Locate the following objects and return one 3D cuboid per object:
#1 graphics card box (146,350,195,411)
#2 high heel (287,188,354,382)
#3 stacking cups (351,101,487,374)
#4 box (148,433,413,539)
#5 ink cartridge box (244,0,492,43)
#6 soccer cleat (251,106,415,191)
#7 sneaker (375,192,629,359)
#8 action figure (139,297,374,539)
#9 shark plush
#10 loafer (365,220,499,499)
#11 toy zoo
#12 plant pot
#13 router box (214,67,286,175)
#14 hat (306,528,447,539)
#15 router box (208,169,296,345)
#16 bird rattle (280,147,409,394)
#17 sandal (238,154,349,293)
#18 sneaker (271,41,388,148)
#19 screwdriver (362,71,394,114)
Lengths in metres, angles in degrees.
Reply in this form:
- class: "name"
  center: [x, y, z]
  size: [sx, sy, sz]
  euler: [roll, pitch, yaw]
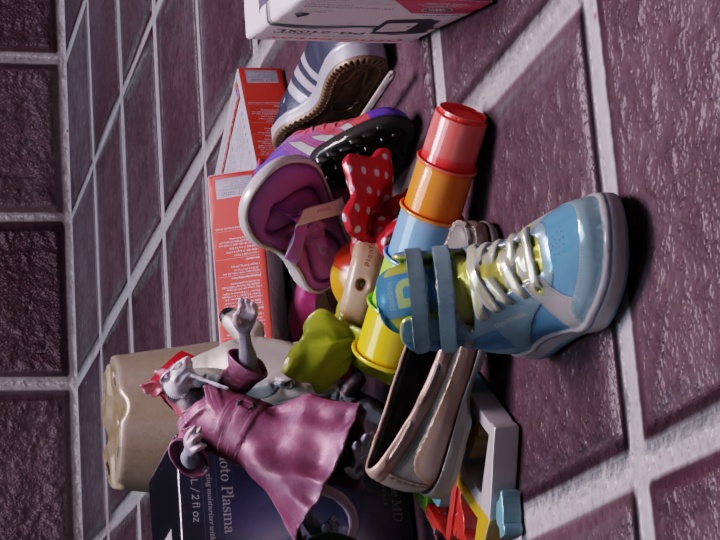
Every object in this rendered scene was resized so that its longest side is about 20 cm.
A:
- class: "graphics card box"
  center: [-0.099, 0.159, 1.863]
  size: [0.200, 0.051, 0.125]
  euler: [47, 170, -11]
- class: "high heel"
  center: [-0.013, 0.017, 1.808]
  size: [0.095, 0.067, 0.202]
  euler: [-6, 95, 35]
- class: "stacking cups"
  center: [0.045, -0.023, 1.515]
  size: [0.061, 0.060, 0.202]
  euler: [-119, 40, -60]
- class: "box"
  center: [-0.062, 0.243, 1.677]
  size: [0.123, 0.196, 0.202]
  euler: [125, 143, -60]
- class: "ink cartridge box"
  center: [0.001, -0.227, 1.551]
  size: [0.200, 0.143, 0.085]
  euler: [172, 98, -74]
- class: "soccer cleat"
  center: [-0.029, -0.098, 1.720]
  size: [0.200, 0.068, 0.074]
  euler: [-34, 49, 44]
- class: "sneaker"
  center: [0.082, 0.007, 1.283]
  size: [0.200, 0.129, 0.080]
  euler: [124, 144, -63]
- class: "action figure"
  center: [-0.081, 0.124, 1.611]
  size: [0.134, 0.199, 0.149]
  euler: [-52, -28, -25]
- class: "shark plush"
  center: [-0.058, 0.095, 1.731]
  size: [0.091, 0.198, 0.084]
  euler: [-76, -13, -47]
- class: "loafer"
  center: [0.052, 0.059, 1.461]
  size: [0.072, 0.062, 0.202]
  euler: [180, 102, -70]
- class: "toy zoo"
  center: [0.077, 0.145, 1.503]
  size: [0.200, 0.020, 0.133]
  euler: [-124, 37, -64]
- class: "plant pot"
  center: [-0.164, 0.151, 2.081]
  size: [0.200, 0.182, 0.203]
  euler: [-179, 90, -75]
- class: "router box"
  center: [-0.108, -0.075, 2.128]
  size: [0.201, 0.048, 0.181]
  euler: [108, 157, -48]
- class: "hat"
  center: [0.062, 0.219, 1.466]
  size: [0.176, 0.165, 0.201]
  euler: [-44, 18, 26]
- class: "router box"
  center: [-0.088, 0.025, 1.892]
  size: [0.200, 0.048, 0.181]
  euler: [57, -154, -73]
- class: "bird rattle"
  center: [0.000, 0.000, 1.657]
  size: [0.163, 0.111, 0.202]
  euler: [-82, -3, -84]
- class: "sandal"
  center: [-0.038, -0.034, 1.672]
  size: [0.083, 0.050, 0.203]
  euler: [-55, -25, -6]
- class: "sneaker"
  center: [-0.033, -0.187, 1.811]
  size: [0.200, 0.069, 0.110]
  euler: [135, 129, -59]
- class: "screwdriver"
  center: [-0.001, -0.131, 1.749]
  size: [0.029, 0.028, 0.200]
  euler: [52, 157, 11]
